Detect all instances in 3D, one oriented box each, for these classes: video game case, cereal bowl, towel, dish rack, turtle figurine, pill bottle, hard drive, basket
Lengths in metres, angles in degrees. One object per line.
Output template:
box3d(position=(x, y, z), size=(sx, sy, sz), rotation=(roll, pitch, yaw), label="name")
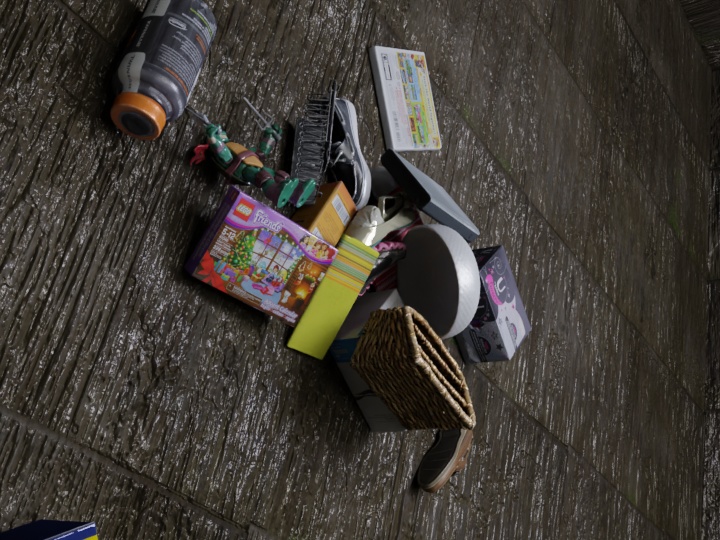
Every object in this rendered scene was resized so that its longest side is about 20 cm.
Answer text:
box3d(position=(0.091, -0.340, 1.792), size=(0.180, 0.023, 0.205), rotation=(-11, 91, -53), label="video game case")
box3d(position=(0.146, 0.016, 1.563), size=(0.082, 0.199, 0.205), rotation=(-8, 89, -29), label="cereal bowl")
box3d(position=(0.065, -0.035, 1.636), size=(0.144, 0.022, 0.202), rotation=(-35, 113, -18), label="towel")
box3d(position=(-0.046, 0.043, 1.448), size=(0.085, 0.018, 0.203), rotation=(26, 93, -42), label="towel")
box3d(position=(-0.074, -0.201, 1.407), size=(0.053, 0.200, 0.157), rotation=(6, 71, -10), label="dish rack")
box3d(position=(-0.165, -0.169, 1.317), size=(0.199, 0.102, 0.149), rotation=(39, 35, 14), label="turtle figurine")
box3d(position=(-0.274, -0.278, 1.222), size=(0.106, 0.105, 0.203), rotation=(42, 51, -39), label="pill bottle")
box3d(position=(0.125, -0.131, 1.601), size=(0.199, 0.033, 0.140), rotation=(26, 24, -55), label="hard drive")
box3d(position=(0.106, 0.151, 1.458), size=(0.201, 0.147, 0.144), rotation=(50, 49, -30), label="basket")

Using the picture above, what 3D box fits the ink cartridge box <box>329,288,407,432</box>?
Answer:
box3d(position=(0.041, 0.159, 1.560), size=(0.145, 0.083, 0.203), rotation=(-48, 119, -45), label="ink cartridge box")

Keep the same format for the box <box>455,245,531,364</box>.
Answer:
box3d(position=(0.254, 0.071, 1.838), size=(0.132, 0.113, 0.203), rotation=(-41, 114, -49), label="box")

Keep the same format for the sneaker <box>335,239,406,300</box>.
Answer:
box3d(position=(0.000, 0.000, 1.541), size=(0.197, 0.078, 0.098), rotation=(-15, 105, -35), label="sneaker")

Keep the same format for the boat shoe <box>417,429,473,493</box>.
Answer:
box3d(position=(0.172, 0.357, 1.700), size=(0.200, 0.071, 0.069), rotation=(-50, 120, -45), label="boat shoe")

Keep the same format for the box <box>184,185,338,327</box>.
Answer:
box3d(position=(-0.142, -0.017, 1.318), size=(0.198, 0.039, 0.138), rotation=(29, 93, -37), label="box")

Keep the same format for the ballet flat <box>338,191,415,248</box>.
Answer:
box3d(position=(0.027, -0.089, 1.528), size=(0.199, 0.068, 0.071), rotation=(-32, 107, -50), label="ballet flat")

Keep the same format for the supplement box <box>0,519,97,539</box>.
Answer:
box3d(position=(-0.347, 0.387, 0.973), size=(0.109, 0.107, 0.205), rotation=(-7, 88, -53), label="supplement box")

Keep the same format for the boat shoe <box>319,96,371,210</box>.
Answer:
box3d(position=(-0.034, -0.204, 1.554), size=(0.067, 0.071, 0.205), rotation=(2, 79, -54), label="boat shoe")

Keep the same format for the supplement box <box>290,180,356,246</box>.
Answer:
box3d(position=(-0.080, -0.059, 1.465), size=(0.070, 0.065, 0.201), rotation=(61, 42, -28), label="supplement box")

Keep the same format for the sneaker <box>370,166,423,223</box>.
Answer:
box3d(position=(0.070, -0.096, 1.664), size=(0.202, 0.072, 0.085), rotation=(58, 40, -29), label="sneaker")
